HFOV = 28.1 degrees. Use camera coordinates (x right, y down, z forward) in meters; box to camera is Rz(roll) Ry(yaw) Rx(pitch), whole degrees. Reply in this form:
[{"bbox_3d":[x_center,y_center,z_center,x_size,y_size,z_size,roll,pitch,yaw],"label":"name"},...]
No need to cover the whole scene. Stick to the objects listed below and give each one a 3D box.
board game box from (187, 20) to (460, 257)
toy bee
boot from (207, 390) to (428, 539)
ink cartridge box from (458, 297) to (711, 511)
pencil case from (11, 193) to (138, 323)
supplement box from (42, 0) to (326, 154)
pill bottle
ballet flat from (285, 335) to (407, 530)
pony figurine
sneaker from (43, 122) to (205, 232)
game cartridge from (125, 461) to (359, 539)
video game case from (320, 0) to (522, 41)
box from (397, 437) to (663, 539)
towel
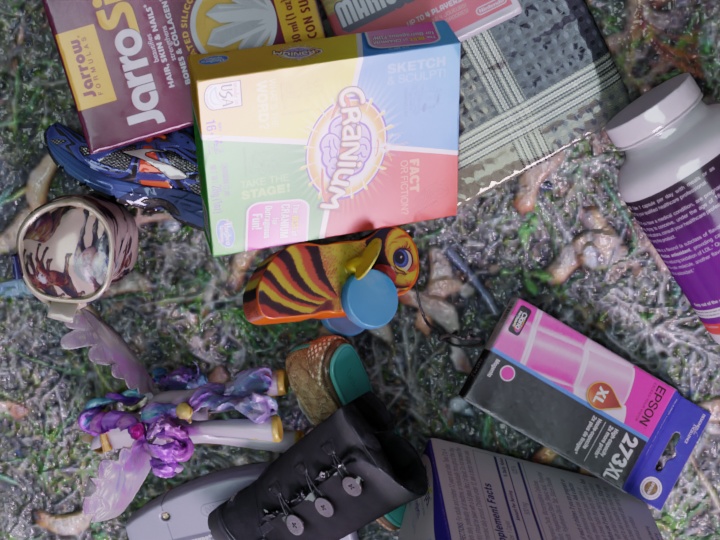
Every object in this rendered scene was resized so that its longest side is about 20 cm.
[{"bbox_3d":[-0.024,-0.099,1.085,0.198,0.040,0.154,-10,126,-11],"label":"board game box"},{"bbox_3d":[0.000,0.000,1.173,0.130,0.199,0.110,-10,73,43],"label":"toy bee"},{"bbox_3d":[-0.013,0.210,1.171,0.165,0.066,0.200,46,122,-5],"label":"boot"},{"bbox_3d":[0.189,0.112,1.185,0.199,0.037,0.095,30,87,-6],"label":"ink cartridge box"},{"bbox_3d":[-0.223,-0.016,1.144,0.077,0.200,0.090,21,93,-5],"label":"pencil case"},{"bbox_3d":[-0.132,-0.182,1.108,0.198,0.103,0.132,-18,103,-6],"label":"supplement box"},{"bbox_3d":[0.274,-0.047,1.110,0.112,0.113,0.201,-33,98,14],"label":"pill bottle"},{"bbox_3d":[-0.009,0.135,1.213,0.065,0.071,0.201,2,125,36],"label":"ballet flat"},{"bbox_3d":[-0.158,0.122,1.178,0.198,0.193,0.169,-5,77,7],"label":"pony figurine"},{"bbox_3d":[-0.165,-0.086,1.186,0.198,0.075,0.079,19,90,-1],"label":"sneaker"},{"bbox_3d":[-0.100,0.241,1.270,0.198,0.042,0.135,-14,98,11],"label":"game cartridge"},{"bbox_3d":[0.023,-0.262,1.114,0.142,0.017,0.202,-23,86,12],"label":"video game case"},{"bbox_3d":[0.139,0.240,1.147,0.198,0.184,0.106,15,108,-7],"label":"box"},{"bbox_3d":[0.092,-0.166,1.151,0.199,0.035,0.194,-27,102,11],"label":"towel"}]
